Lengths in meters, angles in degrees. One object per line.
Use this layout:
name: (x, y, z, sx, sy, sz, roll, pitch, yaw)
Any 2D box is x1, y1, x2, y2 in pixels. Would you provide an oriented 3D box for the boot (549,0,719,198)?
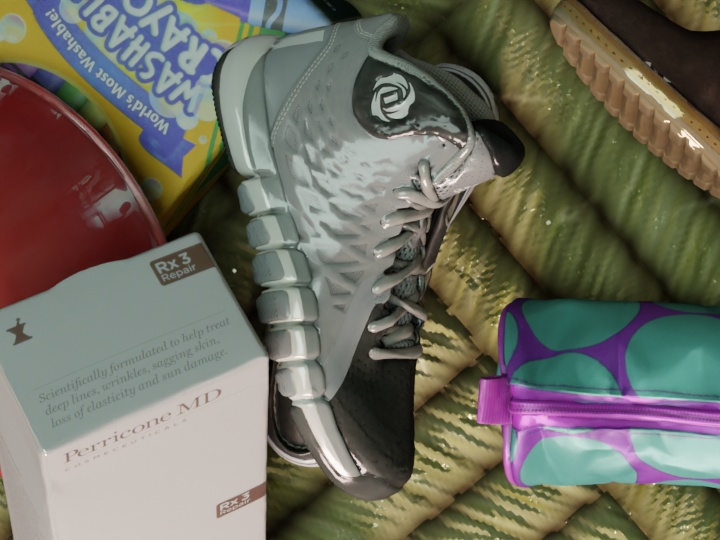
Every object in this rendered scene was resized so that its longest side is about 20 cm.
boot: (0.196, -0.099, 0.964, 0.200, 0.072, 0.166, 36, 86, -1)

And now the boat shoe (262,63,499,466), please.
boat shoe: (0.000, 0.000, 1.058, 0.069, 0.057, 0.200, 26, 105, 11)

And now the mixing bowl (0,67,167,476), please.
mixing bowl: (-0.190, 0.018, 1.055, 0.200, 0.108, 0.200, 18, 125, 27)

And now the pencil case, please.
pencil case: (0.157, 0.055, 1.002, 0.200, 0.092, 0.085, 2, 99, 17)

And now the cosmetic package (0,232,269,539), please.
cosmetic package: (-0.097, 0.080, 1.001, 0.102, 0.200, 0.074, -23, 62, -15)

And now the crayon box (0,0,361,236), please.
crayon box: (-0.113, -0.084, 1.080, 0.126, 0.052, 0.200, 45, 109, 5)

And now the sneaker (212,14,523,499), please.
sneaker: (0.017, -0.011, 0.974, 0.115, 0.075, 0.200, -15, 91, 18)
